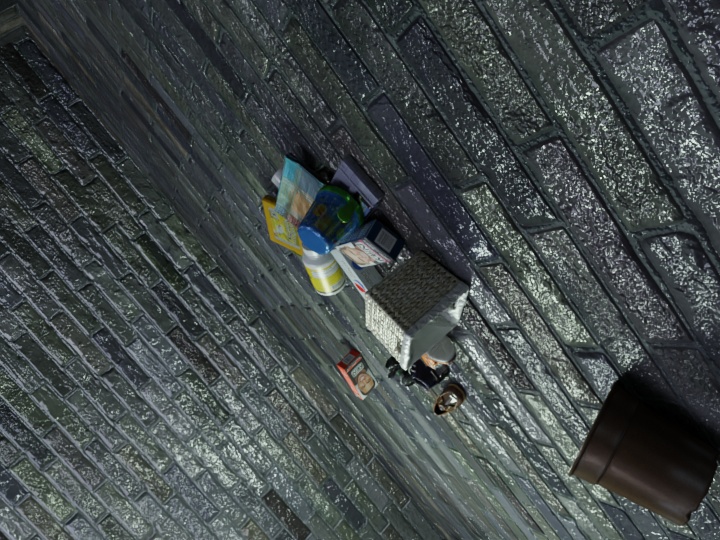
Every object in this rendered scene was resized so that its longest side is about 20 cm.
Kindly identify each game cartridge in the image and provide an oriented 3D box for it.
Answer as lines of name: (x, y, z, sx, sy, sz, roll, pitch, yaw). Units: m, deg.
game cartridge: (-0.019, -0.187, 1.348, 0.130, 0.038, 0.200, 52, 159, 2)
game cartridge: (-0.225, -0.136, 1.769, 0.199, 0.032, 0.177, 27, 140, 30)

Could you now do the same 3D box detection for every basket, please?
basket: (0.130, 0.092, 1.318, 0.161, 0.200, 0.199, 45, 160, 24)

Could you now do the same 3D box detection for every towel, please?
towel: (-0.160, -0.193, 1.454, 0.146, 0.022, 0.201, 38, 137, 15)

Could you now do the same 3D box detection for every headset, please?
headset: (0.132, 0.353, 1.902, 0.123, 0.094, 0.200, 42, 170, 16)

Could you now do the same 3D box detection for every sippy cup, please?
sippy cup: (-0.081, -0.114, 1.337, 0.139, 0.131, 0.178, 28, 150, 15)

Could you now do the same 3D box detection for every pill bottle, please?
pill bottle: (-0.118, -0.023, 1.717, 0.111, 0.111, 0.201, 32, 153, 36)

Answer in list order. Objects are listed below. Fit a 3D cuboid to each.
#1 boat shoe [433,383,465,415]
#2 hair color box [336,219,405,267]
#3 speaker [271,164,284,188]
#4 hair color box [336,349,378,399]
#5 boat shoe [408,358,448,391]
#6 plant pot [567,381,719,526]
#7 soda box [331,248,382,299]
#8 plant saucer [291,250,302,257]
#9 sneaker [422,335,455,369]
boat shoe: (0.281, 0.424, 1.767, 0.070, 0.070, 0.200, 42, 157, 17)
hair color box: (0.020, -0.065, 1.408, 0.100, 0.061, 0.200, 37, 163, -17)
speaker: (-0.152, -0.203, 1.515, 0.200, 0.081, 0.081, 47, 159, 3)
hair color box: (-0.011, 0.441, 2.331, 0.061, 0.101, 0.201, 22, 148, 49)
boat shoe: (0.172, 0.280, 1.697, 0.200, 0.093, 0.075, 41, 158, 19)
plant pot: (0.517, 0.341, 1.007, 0.197, 0.200, 0.201, 28, 152, 26)
soda box: (0.000, 0.000, 1.591, 0.201, 0.064, 0.068, 55, 159, -14)
plant saucer: (-0.241, -0.133, 1.882, 0.200, 0.031, 0.200, 41, 157, 21)
sneaker: (0.224, 0.236, 1.563, 0.112, 0.077, 0.200, 53, 170, -24)
